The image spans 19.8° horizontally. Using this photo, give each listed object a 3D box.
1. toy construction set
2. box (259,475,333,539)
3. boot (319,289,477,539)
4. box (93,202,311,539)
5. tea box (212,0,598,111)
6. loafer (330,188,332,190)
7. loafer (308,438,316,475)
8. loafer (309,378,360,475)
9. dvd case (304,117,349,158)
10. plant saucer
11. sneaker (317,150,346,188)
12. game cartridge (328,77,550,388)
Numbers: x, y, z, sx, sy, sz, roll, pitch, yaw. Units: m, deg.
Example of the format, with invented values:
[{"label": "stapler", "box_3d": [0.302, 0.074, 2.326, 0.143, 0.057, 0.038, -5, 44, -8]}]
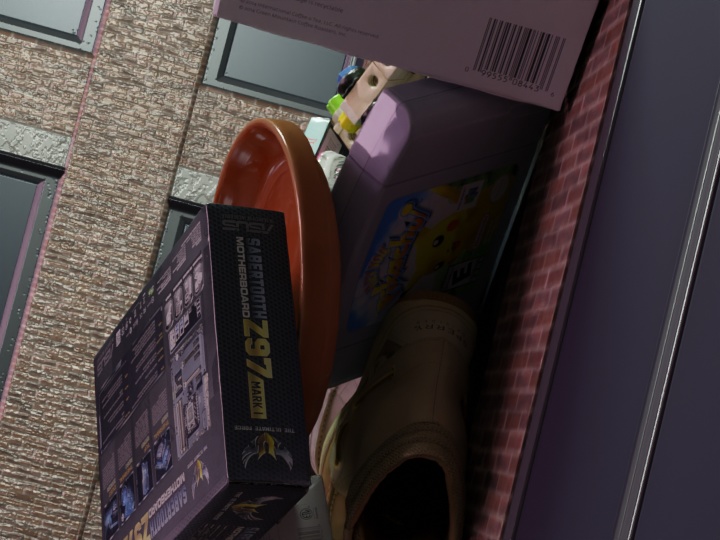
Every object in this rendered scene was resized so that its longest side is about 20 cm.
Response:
[{"label": "toy construction set", "box_3d": [0.045, -0.158, 1.599, 0.131, 0.092, 0.201, -11, -48, -51]}, {"label": "box", "box_3d": [-0.041, 0.223, 1.190, 0.201, 0.060, 0.117, 90, 172, -52]}, {"label": "boot", "box_3d": [0.017, 0.132, 1.155, 0.156, 0.072, 0.201, -84, 12, -56]}, {"label": "box", "box_3d": [-0.090, 0.080, 1.118, 0.200, 0.051, 0.159, 130, 140, -53]}, {"label": "tea box", "box_3d": [0.037, -0.210, 1.148, 0.197, 0.198, 0.134, -80, 7, -58]}, {"label": "loafer", "box_3d": [0.000, 0.000, 1.278, 0.072, 0.063, 0.200, 63, 167, 16]}, {"label": "loafer", "box_3d": [-0.027, 0.171, 1.495, 0.063, 0.071, 0.202, -69, -7, -75]}, {"label": "loafer", "box_3d": [0.012, 0.069, 1.380, 0.070, 0.069, 0.201, -85, 13, -62]}, {"label": "dvd case", "box_3d": [-0.024, -0.010, 1.681, 0.147, 0.022, 0.200, -68, -28, -22]}, {"label": "plant saucer", "box_3d": [-0.050, 0.016, 1.156, 0.200, 0.032, 0.202, -178, 90, -71]}, {"label": "sneaker", "box_3d": [-0.003, -0.042, 1.545, 0.200, 0.087, 0.074, -43, -31, -82]}, {"label": "game cartridge", "box_3d": [0.031, -0.022, 1.176, 0.040, 0.133, 0.201, 46, 135, 33]}]
